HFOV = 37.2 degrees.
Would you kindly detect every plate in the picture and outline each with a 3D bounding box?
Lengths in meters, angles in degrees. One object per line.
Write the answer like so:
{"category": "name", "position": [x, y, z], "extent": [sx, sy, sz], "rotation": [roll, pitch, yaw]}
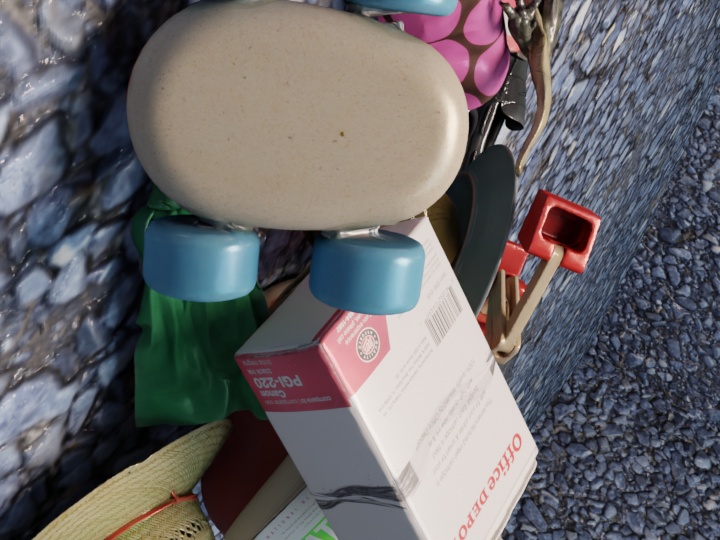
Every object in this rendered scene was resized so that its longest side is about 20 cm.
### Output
{"category": "plate", "position": [0.074, -0.015, 0.903], "extent": [0.200, 0.025, 0.203], "rotation": [-158, -91, -76]}

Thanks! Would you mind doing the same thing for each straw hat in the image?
{"category": "straw hat", "position": [-0.147, 0.199, 0.753], "extent": [0.200, 0.085, 0.201], "rotation": [-37, 167, -10]}

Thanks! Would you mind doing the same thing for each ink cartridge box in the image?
{"category": "ink cartridge box", "position": [0.026, 0.092, 0.705], "extent": [0.146, 0.084, 0.202], "rotation": [-47, 116, -43]}

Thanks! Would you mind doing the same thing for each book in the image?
{"category": "book", "position": [0.008, 0.206, 0.814], "extent": [0.134, 0.048, 0.200], "rotation": [-47, 123, 1]}

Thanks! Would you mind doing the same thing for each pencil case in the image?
{"category": "pencil case", "position": [0.044, -0.187, 0.705], "extent": [0.201, 0.092, 0.092], "rotation": [67, 23, -56]}

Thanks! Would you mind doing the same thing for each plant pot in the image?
{"category": "plant pot", "position": [-0.030, 0.117, 0.883], "extent": [0.200, 0.198, 0.180], "rotation": [-35, 141, -50]}

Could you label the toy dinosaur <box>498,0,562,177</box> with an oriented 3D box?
{"category": "toy dinosaur", "position": [0.119, -0.173, 0.732], "extent": [0.089, 0.046, 0.203], "rotation": [77, 17, -58]}

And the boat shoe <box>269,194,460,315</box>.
{"category": "boat shoe", "position": [0.001, 0.003, 0.799], "extent": [0.200, 0.063, 0.074], "rotation": [-44, 117, -35]}

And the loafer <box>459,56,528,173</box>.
{"category": "loafer", "position": [0.133, -0.161, 1.037], "extent": [0.203, 0.070, 0.068], "rotation": [-59, 163, 0]}

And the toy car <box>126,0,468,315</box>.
{"category": "toy car", "position": [-0.039, -0.094, 0.611], "extent": [0.200, 0.173, 0.188], "rotation": [-118, -147, -75]}

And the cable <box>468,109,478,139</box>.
{"category": "cable", "position": [0.056, -0.082, 0.933], "extent": [0.201, 0.050, 0.164], "rotation": [-58, -178, 28]}

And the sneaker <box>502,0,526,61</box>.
{"category": "sneaker", "position": [0.113, -0.231, 0.870], "extent": [0.088, 0.073, 0.200], "rotation": [-63, 162, 11]}

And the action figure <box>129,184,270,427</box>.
{"category": "action figure", "position": [-0.102, 0.012, 0.678], "extent": [0.116, 0.055, 0.203], "rotation": [-11, 130, -9]}

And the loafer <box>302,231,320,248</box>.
{"category": "loafer", "position": [-0.021, -0.063, 0.809], "extent": [0.072, 0.063, 0.201], "rotation": [-47, 163, -17]}

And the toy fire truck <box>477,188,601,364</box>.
{"category": "toy fire truck", "position": [0.111, 0.030, 0.854], "extent": [0.141, 0.048, 0.203], "rotation": [-123, -126, -73]}
